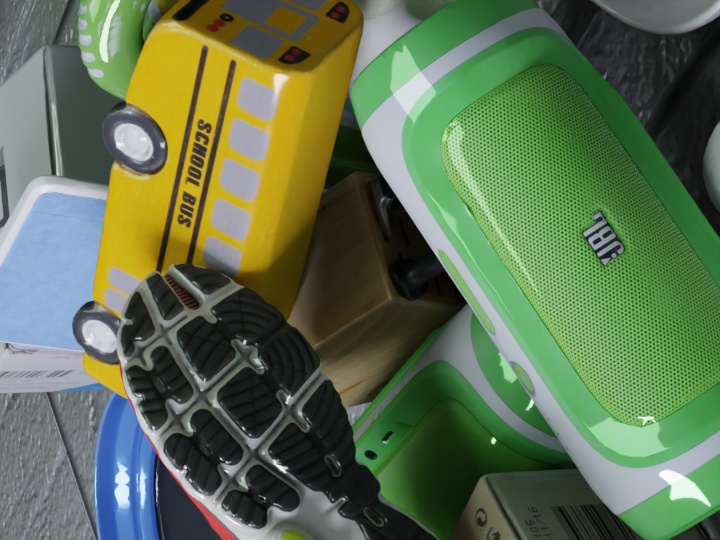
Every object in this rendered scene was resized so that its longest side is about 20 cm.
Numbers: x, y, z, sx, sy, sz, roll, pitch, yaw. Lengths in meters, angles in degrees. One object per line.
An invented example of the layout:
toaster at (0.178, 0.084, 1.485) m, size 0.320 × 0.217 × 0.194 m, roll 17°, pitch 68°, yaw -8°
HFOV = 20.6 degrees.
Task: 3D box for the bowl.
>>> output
bowl at (-0.088, 0.149, 1.104) m, size 0.201 × 0.039 × 0.201 m, roll 20°, pitch 114°, yaw 54°

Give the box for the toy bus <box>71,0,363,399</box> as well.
toy bus at (-0.061, -0.028, 0.803) m, size 0.078 × 0.065 × 0.200 m, roll 26°, pitch 132°, yaw 12°

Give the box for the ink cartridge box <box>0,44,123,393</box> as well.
ink cartridge box at (-0.141, -0.022, 1.106) m, size 0.200 × 0.147 × 0.146 m, roll -27°, pitch 67°, yaw 55°

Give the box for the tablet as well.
tablet at (-0.082, 0.007, 0.958) m, size 0.130 × 0.200 × 0.014 m, roll -52°, pitch 38°, yaw 45°

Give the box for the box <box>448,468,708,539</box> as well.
box at (0.066, 0.179, 0.819) m, size 0.078 × 0.095 × 0.200 m, roll 59°, pitch 136°, yaw 42°

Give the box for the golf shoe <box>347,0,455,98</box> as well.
golf shoe at (0.046, -0.130, 0.774) m, size 0.092 × 0.075 × 0.200 m, roll 42°, pitch 133°, yaw 15°

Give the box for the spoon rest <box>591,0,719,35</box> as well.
spoon rest at (0.095, -0.152, 0.801) m, size 0.200 × 0.061 × 0.100 m, roll 24°, pitch 111°, yaw 57°

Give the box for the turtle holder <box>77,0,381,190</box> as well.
turtle holder at (-0.043, -0.111, 0.916) m, size 0.141 × 0.185 × 0.132 m, roll -93°, pitch 28°, yaw -72°

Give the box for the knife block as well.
knife block at (0.000, 0.000, 0.856) m, size 0.176 × 0.200 × 0.064 m, roll 87°, pitch 169°, yaw -66°

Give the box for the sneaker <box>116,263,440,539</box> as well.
sneaker at (-0.037, 0.092, 0.777) m, size 0.200 × 0.077 × 0.085 m, roll 56°, pitch 152°, yaw 1°

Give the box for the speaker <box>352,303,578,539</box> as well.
speaker at (0.043, 0.082, 0.863) m, size 0.200 × 0.088 × 0.089 m, roll -52°, pitch 48°, yaw 45°

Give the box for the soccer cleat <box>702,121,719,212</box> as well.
soccer cleat at (0.170, -0.023, 0.653) m, size 0.200 × 0.085 × 0.069 m, roll 28°, pitch 114°, yaw 55°

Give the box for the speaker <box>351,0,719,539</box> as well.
speaker at (0.081, -0.004, 0.728) m, size 0.200 × 0.088 × 0.088 m, roll 56°, pitch 141°, yaw 7°
